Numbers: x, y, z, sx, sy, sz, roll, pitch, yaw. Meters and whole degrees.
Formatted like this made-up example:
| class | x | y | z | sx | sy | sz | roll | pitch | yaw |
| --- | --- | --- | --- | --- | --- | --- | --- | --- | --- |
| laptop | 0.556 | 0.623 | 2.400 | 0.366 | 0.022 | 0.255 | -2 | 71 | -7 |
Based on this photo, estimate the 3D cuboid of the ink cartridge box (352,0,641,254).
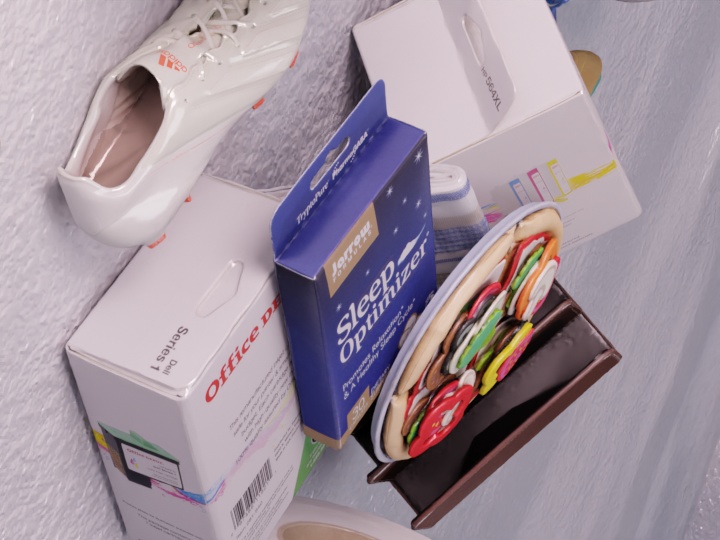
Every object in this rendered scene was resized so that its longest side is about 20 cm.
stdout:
| class | x | y | z | sx | sy | sz | roll | pitch | yaw |
| --- | --- | --- | --- | --- | --- | --- | --- | --- | --- |
| ink cartridge box | 0.088 | -0.104 | 1.176 | 0.124 | 0.130 | 0.200 | -26 | 148 | 9 |

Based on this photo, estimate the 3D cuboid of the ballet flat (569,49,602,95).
| class | x | y | z | sx | sy | sz | roll | pitch | yaw |
| --- | --- | --- | --- | --- | --- | --- | --- | --- | --- |
| ballet flat | 0.150 | -0.138 | 1.451 | 0.063 | 0.068 | 0.201 | 49 | 37 | -20 |

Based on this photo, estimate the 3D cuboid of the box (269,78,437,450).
| class | x | y | z | sx | sy | sz | roll | pitch | yaw |
| --- | --- | --- | --- | --- | --- | --- | --- | --- | --- |
| box | 0.000 | 0.000 | 1.025 | 0.121 | 0.032 | 0.201 | -53 | 153 | -30 |

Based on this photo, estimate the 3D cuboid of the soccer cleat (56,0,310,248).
| class | x | y | z | sx | sy | sz | roll | pitch | yaw |
| --- | --- | --- | --- | --- | --- | --- | --- | --- | --- |
| soccer cleat | -0.087 | -0.103 | 0.923 | 0.201 | 0.069 | 0.078 | -60 | 154 | -16 |

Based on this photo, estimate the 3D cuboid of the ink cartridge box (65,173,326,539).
| class | x | y | z | sx | sy | sz | roll | pitch | yaw |
| --- | --- | --- | --- | --- | --- | --- | --- | --- | --- |
| ink cartridge box | -0.084 | 0.066 | 1.048 | 0.145 | 0.083 | 0.201 | -55 | 155 | -32 |

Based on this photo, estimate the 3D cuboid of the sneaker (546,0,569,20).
| class | x | y | z | sx | sy | sz | roll | pitch | yaw |
| --- | --- | --- | --- | --- | --- | --- | --- | --- | --- |
| sneaker | 0.125 | -0.209 | 1.316 | 0.076 | 0.076 | 0.200 | -66 | 160 | -12 |

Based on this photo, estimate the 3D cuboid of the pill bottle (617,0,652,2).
| class | x | y | z | sx | sy | sz | roll | pitch | yaw |
| --- | --- | --- | --- | --- | --- | --- | --- | --- | --- |
| pill bottle | 0.191 | -0.284 | 1.292 | 0.112 | 0.110 | 0.200 | -66 | 159 | -9 |

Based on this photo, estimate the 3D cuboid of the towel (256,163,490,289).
| class | x | y | z | sx | sy | sz | roll | pitch | yaw |
| --- | --- | --- | --- | --- | --- | --- | --- | --- | --- |
| towel | 0.016 | -0.012 | 1.159 | 0.200 | 0.145 | 0.024 | 59 | 26 | -63 |

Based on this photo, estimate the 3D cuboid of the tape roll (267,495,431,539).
| class | x | y | z | sx | sy | sz | roll | pitch | yaw |
| --- | --- | --- | --- | --- | --- | --- | --- | --- | --- |
| tape roll | -0.015 | 0.221 | 1.192 | 0.202 | 0.201 | 0.072 | -4 | 114 | -66 |

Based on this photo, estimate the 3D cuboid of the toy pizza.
| class | x | y | z | sx | sy | sz | roll | pitch | yaw |
| --- | --- | --- | --- | --- | --- | --- | --- | --- | --- |
| toy pizza | 0.077 | 0.045 | 1.150 | 0.200 | 0.032 | 0.201 | -47 | 160 | -23 |

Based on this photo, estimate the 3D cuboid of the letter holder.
| class | x | y | z | sx | sy | sz | roll | pitch | yaw |
| --- | --- | --- | --- | --- | --- | --- | --- | --- | --- |
| letter holder | 0.082 | 0.089 | 1.308 | 0.200 | 0.101 | 0.142 | -42 | 168 | 6 |
